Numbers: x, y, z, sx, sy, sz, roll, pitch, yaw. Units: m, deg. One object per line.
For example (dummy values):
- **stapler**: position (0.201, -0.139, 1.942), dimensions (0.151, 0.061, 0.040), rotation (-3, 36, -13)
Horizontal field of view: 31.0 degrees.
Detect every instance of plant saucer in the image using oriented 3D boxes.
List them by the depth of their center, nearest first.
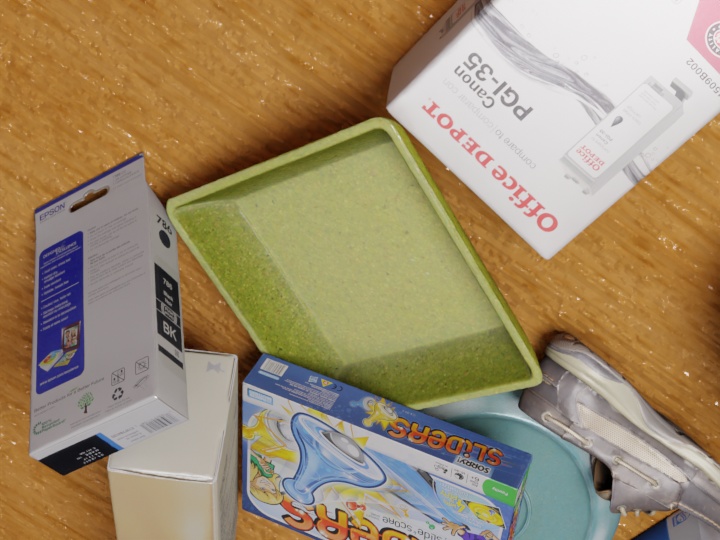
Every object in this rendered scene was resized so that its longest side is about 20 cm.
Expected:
- **plant saucer**: position (0.000, 0.000, 0.843), dimensions (0.199, 0.048, 0.200), rotation (-17, 115, 38)
- **plant saucer**: position (0.093, 0.169, 0.948), dimensions (0.198, 0.027, 0.202), rotation (2, 112, 6)

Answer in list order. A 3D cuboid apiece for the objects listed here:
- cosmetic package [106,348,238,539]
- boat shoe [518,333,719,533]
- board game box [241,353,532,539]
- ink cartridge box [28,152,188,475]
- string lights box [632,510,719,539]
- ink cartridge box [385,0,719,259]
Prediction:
- **cosmetic package**: position (-0.125, 0.154, 0.893), dimensions (0.070, 0.106, 0.201), rotation (6, 137, 0)
- **boat shoe**: position (0.189, 0.129, 0.893), dimensions (0.200, 0.075, 0.073), rotation (42, 94, -4)
- **board game box**: position (0.012, 0.147, 0.896), dimensions (0.198, 0.035, 0.136), rotation (19, 133, 16)
- **ink cartridge box**: position (-0.165, 0.024, 0.839), dimensions (0.099, 0.201, 0.039), rotation (-25, 141, 19)
- **string lights box**: position (0.204, 0.273, 0.975), dimensions (0.200, 0.059, 0.103), rotation (-38, 106, 21)
- **ink cartridge box**: position (0.133, -0.127, 0.773), dimensions (0.146, 0.083, 0.200), rotation (41, 113, -14)
